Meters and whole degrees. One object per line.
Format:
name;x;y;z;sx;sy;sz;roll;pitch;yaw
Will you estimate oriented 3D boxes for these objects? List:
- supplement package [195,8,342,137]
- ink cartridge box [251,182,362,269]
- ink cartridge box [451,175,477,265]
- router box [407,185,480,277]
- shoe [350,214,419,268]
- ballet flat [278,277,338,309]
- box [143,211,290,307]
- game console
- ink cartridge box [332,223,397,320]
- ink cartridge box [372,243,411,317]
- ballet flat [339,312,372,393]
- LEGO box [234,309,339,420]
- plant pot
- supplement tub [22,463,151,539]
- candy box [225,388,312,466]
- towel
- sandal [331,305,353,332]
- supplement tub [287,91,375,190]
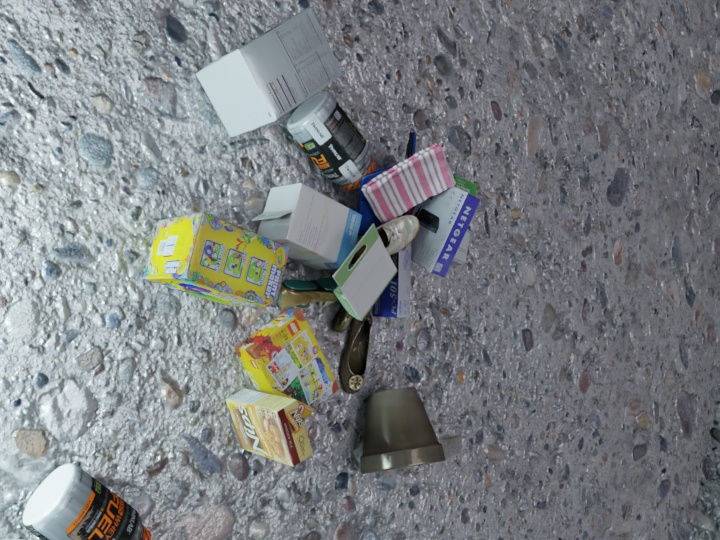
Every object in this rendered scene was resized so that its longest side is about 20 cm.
supplement package;-0.183;-0.394;1.431;0.200;0.190;0.148;-42;113;-32
ink cartridge box;-0.119;-0.095;1.517;0.198;0.128;0.127;26;73;-37
ink cartridge box;0.200;-0.119;1.768;0.082;0.146;0.204;17;77;-36
router box;0.174;-0.112;1.686;0.048;0.179;0.203;18;100;-37
shoe;0.049;-0.063;1.630;0.198;0.053;0.071;-32;83;6
ballet flat;-0.100;0.052;1.583;0.197;0.069;0.064;0;117;-37
box;-0.272;-0.015;1.344;0.191;0.199;0.124;21;76;-36
game console;0.060;-0.201;1.660;0.116;0.201;0.173;7;52;0
ink cartridge box;0.000;0.000;1.518;0.146;0.048;0.201;-53;146;-15
ink cartridge box;0.075;0.010;1.696;0.044;0.093;0.204;3;87;-38
ballet flat;-0.003;0.186;1.657;0.067;0.046;0.204;18;78;-37
LEGO box;-0.154;0.208;1.514;0.148;0.077;0.202;-37;112;-33
plant pot;0.085;0.369;1.654;0.198;0.199;0.177;2;71;-39
supplement tub;-0.465;0.438;1.226;0.201;0.122;0.123;50;61;-27
candy box;-0.184;0.307;1.409;0.055;0.198;0.117;-23;103;-38
towel;0.109;-0.188;1.585;0.198;0.030;0.147;-30;145;5
sandal;0.005;0.066;1.645;0.054;0.080;0.202;38;72;-18
supplement tub;-0.059;-0.282;1.574;0.200;0.122;0.123;49;61;-27
